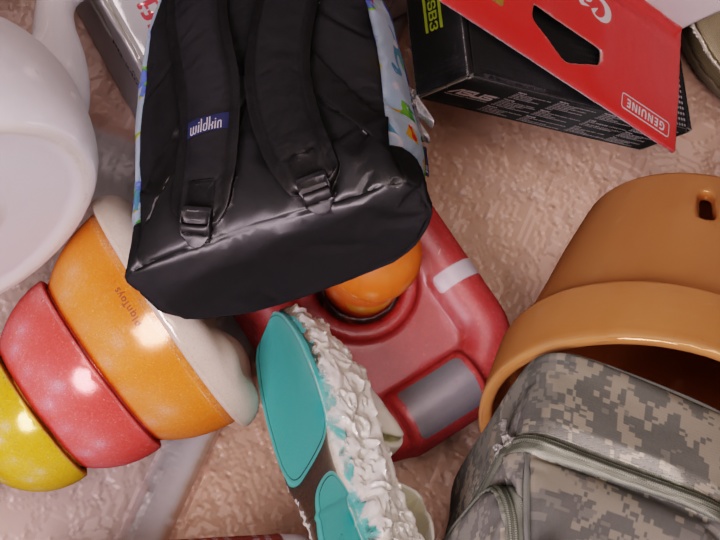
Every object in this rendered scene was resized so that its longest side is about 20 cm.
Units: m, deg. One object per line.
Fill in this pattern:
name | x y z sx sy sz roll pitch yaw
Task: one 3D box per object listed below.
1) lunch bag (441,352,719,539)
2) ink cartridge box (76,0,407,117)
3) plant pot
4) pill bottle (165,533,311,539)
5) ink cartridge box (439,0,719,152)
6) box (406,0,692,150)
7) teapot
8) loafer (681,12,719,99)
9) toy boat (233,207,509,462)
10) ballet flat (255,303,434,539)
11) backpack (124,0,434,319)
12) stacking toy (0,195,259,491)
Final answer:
lunch bag | 0.107 0.164 1.531 0.139 0.200 0.168 21 56 -6
ink cartridge box | -0.068 -0.188 1.679 0.199 0.083 0.146 -27 80 -16
plant pot | 0.176 0.042 1.608 0.199 0.200 0.140 20 55 -3
pill bottle | -0.074 0.196 1.550 0.199 0.112 0.113 -3 74 -10
ink cartridge box | 0.131 -0.187 1.641 0.200 0.045 0.177 29 53 -37
box | 0.100 -0.177 1.672 0.200 0.047 0.194 11 65 -45
teapot | -0.243 -0.073 1.527 0.197 0.200 0.146 -43 60 23
loafer | 0.261 -0.108 1.721 0.076 0.067 0.200 -39 84 -18
toy boat | 0.000 0.000 1.611 0.130 0.131 0.200 -32 81 -17
ballet flat | -0.002 0.108 1.539 0.071 0.072 0.201 -9 54 -12
backpack | -0.043 -0.081 1.532 0.163 0.154 0.201 -19 63 13
stacking toy | -0.167 0.067 1.582 0.200 0.146 0.146 -34 81 0
